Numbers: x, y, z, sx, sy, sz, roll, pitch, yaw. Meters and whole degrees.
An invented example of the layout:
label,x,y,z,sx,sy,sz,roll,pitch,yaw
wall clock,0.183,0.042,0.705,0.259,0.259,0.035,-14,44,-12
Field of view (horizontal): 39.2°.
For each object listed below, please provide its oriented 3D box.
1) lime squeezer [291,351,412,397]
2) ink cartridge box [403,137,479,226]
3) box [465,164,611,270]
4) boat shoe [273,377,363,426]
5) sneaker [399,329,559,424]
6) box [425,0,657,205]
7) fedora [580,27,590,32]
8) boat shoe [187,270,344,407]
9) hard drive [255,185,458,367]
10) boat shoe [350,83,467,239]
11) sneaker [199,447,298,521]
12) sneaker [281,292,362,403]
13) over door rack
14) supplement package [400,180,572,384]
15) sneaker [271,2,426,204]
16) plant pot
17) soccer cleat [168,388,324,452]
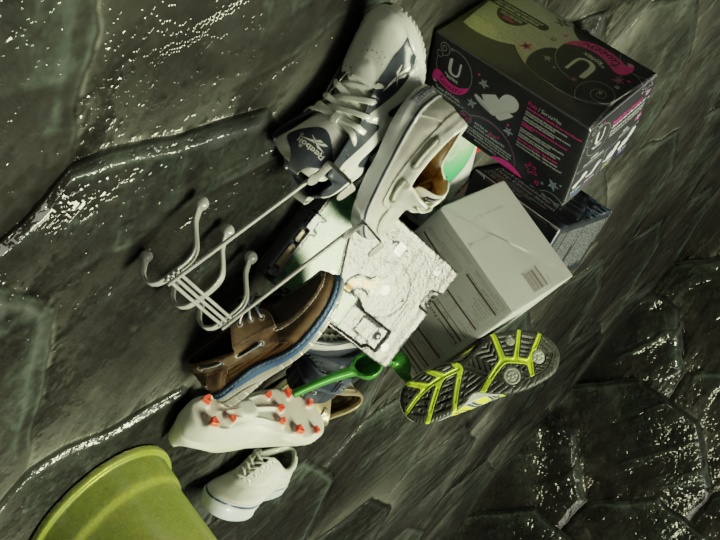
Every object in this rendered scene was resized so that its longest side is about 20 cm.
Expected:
label,x,y,z,sx,sy,sz,roll,pitch,yaw
lime squeezer,0.014,0.120,1.182,0.199,0.038,0.071,6,142,-39
ink cartridge box,0.137,-0.162,1.232,0.200,0.050,0.161,-37,154,-28
box,0.239,-0.070,1.436,0.200,0.148,0.107,-17,140,-55
boat shoe,-0.066,0.178,1.331,0.200,0.065,0.072,-11,135,-59
sneaker,0.137,0.123,1.195,0.199,0.076,0.076,-17,171,-6
box,0.187,-0.192,1.076,0.132,0.200,0.115,-38,156,-30
fedora,0.280,-0.220,1.356,0.200,0.092,0.201,-41,156,-23
boat shoe,-0.100,0.062,1.023,0.200,0.072,0.072,-43,-158,22
hard drive,0.000,0.000,1.095,0.200,0.038,0.140,38,88,-36
boat shoe,0.049,-0.086,0.969,0.071,0.070,0.200,-40,164,-40
sneaker,-0.145,0.270,1.330,0.071,0.073,0.200,-66,165,11
sneaker,-0.066,0.097,1.192,0.202,0.077,0.146,12,136,-44
over door rack,-0.090,-0.027,0.931,0.199,0.067,0.148,-26,157,3
supplement package,0.120,0.018,1.258,0.152,0.151,0.200,-24,166,-48
sneaker,-0.017,-0.139,0.919,0.130,0.079,0.199,-42,168,-44
plant pot,-0.224,0.324,1.088,0.200,0.184,0.201,-42,156,-24
soccer cleat,-0.130,0.177,1.172,0.200,0.069,0.078,10,142,-43
